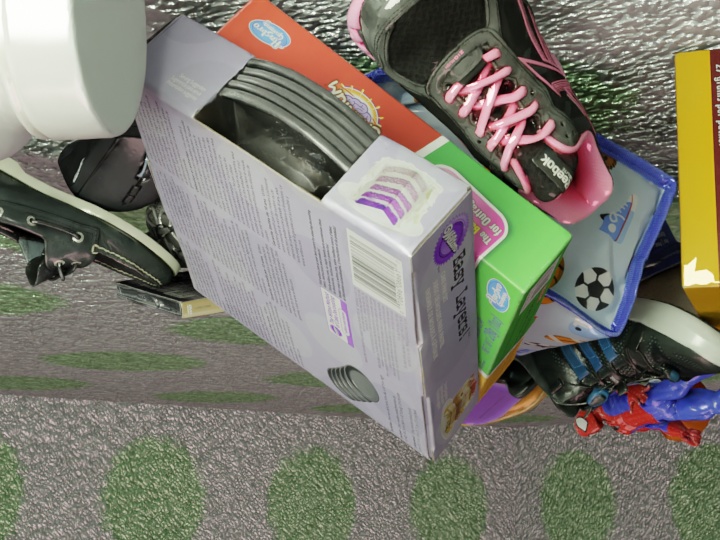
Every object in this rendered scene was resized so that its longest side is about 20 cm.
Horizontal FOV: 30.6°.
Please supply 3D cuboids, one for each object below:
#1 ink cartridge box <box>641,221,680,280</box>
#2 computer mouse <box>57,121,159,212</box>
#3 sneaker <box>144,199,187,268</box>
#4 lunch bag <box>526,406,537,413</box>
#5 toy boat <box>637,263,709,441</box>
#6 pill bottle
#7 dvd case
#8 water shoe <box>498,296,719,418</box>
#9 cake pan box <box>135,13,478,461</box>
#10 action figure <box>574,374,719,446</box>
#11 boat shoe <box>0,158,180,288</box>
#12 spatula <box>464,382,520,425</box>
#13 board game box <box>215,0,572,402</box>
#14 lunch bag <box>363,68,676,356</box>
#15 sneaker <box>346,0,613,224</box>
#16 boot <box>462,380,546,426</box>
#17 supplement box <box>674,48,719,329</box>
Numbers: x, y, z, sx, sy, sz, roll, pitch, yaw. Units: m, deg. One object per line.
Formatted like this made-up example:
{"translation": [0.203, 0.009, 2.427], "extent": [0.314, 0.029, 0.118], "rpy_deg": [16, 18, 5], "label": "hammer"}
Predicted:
{"translation": [0.157, -0.008, 1.047], "extent": [0.198, 0.048, 0.196], "rpy_deg": [-14, -177, 43], "label": "ink cartridge box"}
{"translation": [-0.172, -0.073, 0.864], "extent": [0.139, 0.047, 0.199], "rpy_deg": [6, 168, -34], "label": "computer mouse"}
{"translation": [-0.120, -0.026, 0.953], "extent": [0.081, 0.076, 0.200], "rpy_deg": [-16, 177, -7], "label": "sneaker"}
{"translation": [0.068, 0.047, 1.246], "extent": [0.197, 0.142, 0.168], "rpy_deg": [6, -174, -14], "label": "lunch bag"}
{"translation": [0.231, 0.066, 1.007], "extent": [0.198, 0.133, 0.130], "rpy_deg": [-13, -177, 27], "label": "toy boat"}
{"translation": [-0.197, -0.100, 0.544], "extent": [0.197, 0.116, 0.114], "rpy_deg": [-1, 169, 8], "label": "pill bottle"}
{"translation": [-0.067, 0.007, 0.985], "extent": [0.198, 0.016, 0.148], "rpy_deg": [-10, -171, -27], "label": "dvd case"}
{"translation": [0.162, 0.063, 0.863], "extent": [0.071, 0.080, 0.199], "rpy_deg": [28, 168, -30], "label": "water shoe"}
{"translation": [-0.026, -0.014, 0.656], "extent": [0.183, 0.052, 0.201], "rpy_deg": [31, 154, 25], "label": "cake pan box"}
{"translation": [0.215, 0.090, 0.915], "extent": [0.065, 0.052, 0.199], "rpy_deg": [35, 153, -16], "label": "action figure"}
{"translation": [-0.219, -0.024, 0.899], "extent": [0.198, 0.067, 0.074], "rpy_deg": [31, 163, -27], "label": "boat shoe"}
{"translation": [0.023, 0.067, 0.934], "extent": [0.198, 0.021, 0.057], "rpy_deg": [26, 134, -15], "label": "spatula"}
{"translation": [0.006, -0.031, 0.690], "extent": [0.199, 0.040, 0.154], "rpy_deg": [39, 157, 14], "label": "board game box"}
{"translation": [0.060, -0.044, 0.795], "extent": [0.198, 0.125, 0.170], "rpy_deg": [26, 165, -8], "label": "lunch bag"}
{"translation": [0.068, -0.080, 0.614], "extent": [0.079, 0.096, 0.199], "rpy_deg": [-37, 148, 15], "label": "sneaker"}
{"translation": [0.029, 0.061, 0.983], "extent": [0.199, 0.072, 0.144], "rpy_deg": [-2, 157, 39], "label": "boot"}
{"translation": [0.296, -0.044, 0.772], "extent": [0.197, 0.135, 0.197], "rpy_deg": [-3, 169, 19], "label": "supplement box"}
